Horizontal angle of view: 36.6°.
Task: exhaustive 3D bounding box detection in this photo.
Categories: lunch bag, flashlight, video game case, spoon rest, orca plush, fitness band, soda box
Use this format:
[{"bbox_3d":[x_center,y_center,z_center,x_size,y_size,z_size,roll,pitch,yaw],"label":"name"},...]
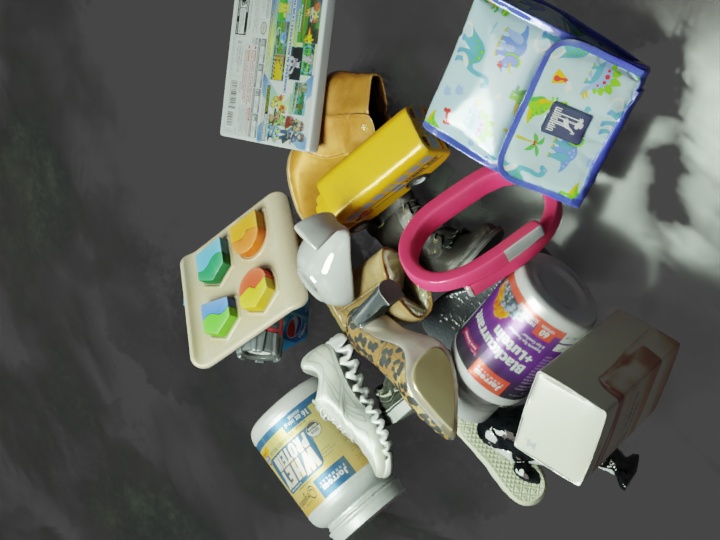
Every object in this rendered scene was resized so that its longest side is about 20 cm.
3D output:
[{"bbox_3d":[0.190,-0.188,1.174,0.199,0.127,0.172,33,119,17],"label":"lunch bag"},{"bbox_3d":[-0.131,0.023,1.498,0.066,0.068,0.204,2,70,3],"label":"flashlight"},{"bbox_3d":[-0.109,-0.265,1.411,0.181,0.022,0.204,16,101,43],"label":"video game case"},{"bbox_3d":[-0.042,-0.016,1.328,0.099,0.060,0.201,47,166,15],"label":"spoon rest"},{"bbox_3d":[0.229,0.203,1.291,0.198,0.106,0.071,29,162,28],"label":"orca plush"},{"bbox_3d":[0.137,-0.049,1.240,0.038,0.198,0.144,56,-179,-41],"label":"fitness band"},{"bbox_3d":[-0.170,0.046,1.595,0.198,0.064,0.069,23,120,32],"label":"soda box"}]

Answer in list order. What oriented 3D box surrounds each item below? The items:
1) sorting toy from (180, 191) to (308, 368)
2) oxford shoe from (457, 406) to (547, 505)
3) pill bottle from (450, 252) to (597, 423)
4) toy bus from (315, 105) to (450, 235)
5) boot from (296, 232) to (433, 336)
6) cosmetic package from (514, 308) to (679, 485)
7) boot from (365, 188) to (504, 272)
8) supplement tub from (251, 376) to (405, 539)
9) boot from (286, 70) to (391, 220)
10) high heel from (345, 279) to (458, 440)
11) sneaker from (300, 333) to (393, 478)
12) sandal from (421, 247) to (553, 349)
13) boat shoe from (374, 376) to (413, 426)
[{"bbox_3d":[-0.166,0.010,1.465,0.198,0.036,0.188,-31,53,26],"label":"sorting toy"},{"bbox_3d":[0.169,0.210,1.382,0.075,0.058,0.201,-34,70,2],"label":"oxford shoe"},{"bbox_3d":[0.174,0.085,1.266,0.112,0.111,0.201,47,125,15],"label":"pill bottle"},{"bbox_3d":[0.017,-0.113,1.307,0.199,0.078,0.066,-36,73,34],"label":"toy bus"},{"bbox_3d":[0.000,0.000,1.395,0.176,0.066,0.200,53,156,-4],"label":"boot"},{"bbox_3d":[0.261,0.133,1.184,0.087,0.199,0.105,30,125,27],"label":"cosmetic package"},{"bbox_3d":[0.070,-0.065,1.354,0.199,0.069,0.176,-33,85,44],"label":"boot"},{"bbox_3d":[-0.044,0.264,1.520,0.201,0.144,0.145,51,130,12],"label":"supplement tub"},{"bbox_3d":[-0.024,-0.152,1.393,0.142,0.070,0.205,10,107,42],"label":"boot"},{"bbox_3d":[0.049,0.123,1.303,0.202,0.070,0.143,64,152,13],"label":"high heel"},{"bbox_3d":[-0.015,0.189,1.454,0.075,0.080,0.202,94,152,-71],"label":"sneaker"},{"bbox_3d":[0.162,0.037,1.342,0.199,0.043,0.077,-33,92,32],"label":"sandal"},{"bbox_3d":[0.058,0.154,1.409,0.064,0.070,0.200,63,158,9],"label":"boat shoe"}]
